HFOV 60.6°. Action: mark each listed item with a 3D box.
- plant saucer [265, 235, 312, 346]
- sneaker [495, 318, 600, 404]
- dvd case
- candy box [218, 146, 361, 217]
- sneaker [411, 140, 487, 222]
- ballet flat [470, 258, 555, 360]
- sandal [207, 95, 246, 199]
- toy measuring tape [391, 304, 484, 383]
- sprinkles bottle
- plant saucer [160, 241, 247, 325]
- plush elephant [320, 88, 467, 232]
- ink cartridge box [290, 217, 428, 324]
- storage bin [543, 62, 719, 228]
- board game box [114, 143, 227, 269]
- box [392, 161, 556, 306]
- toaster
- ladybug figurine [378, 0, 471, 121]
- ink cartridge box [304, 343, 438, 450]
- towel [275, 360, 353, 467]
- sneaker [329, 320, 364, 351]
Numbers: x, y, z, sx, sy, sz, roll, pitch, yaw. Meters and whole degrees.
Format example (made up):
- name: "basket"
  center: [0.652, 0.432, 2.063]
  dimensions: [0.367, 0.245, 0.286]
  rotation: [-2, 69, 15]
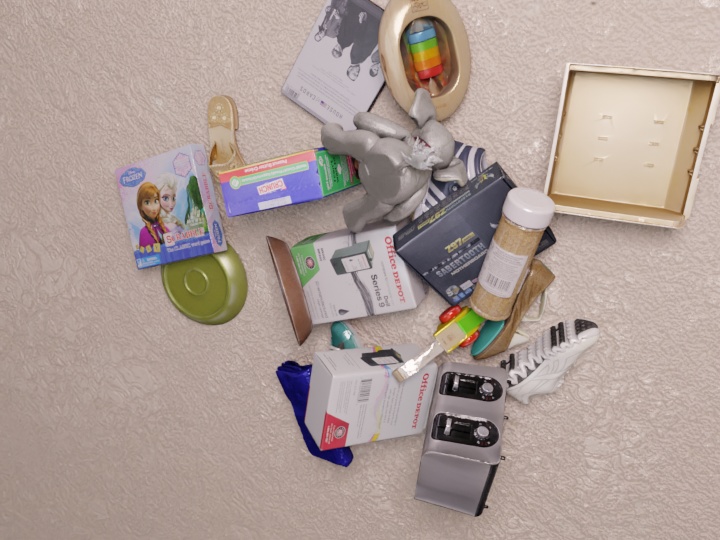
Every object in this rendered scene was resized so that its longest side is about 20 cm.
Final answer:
- name: "plant saucer"
  center: [-0.121, 0.031, 1.072]
  dimensions: [0.034, 0.200, 0.201]
  rotation: [-18, 101, -9]
- name: "sneaker"
  center: [0.309, 0.148, 0.998]
  dimensions: [0.081, 0.075, 0.200]
  rotation: [44, 124, -6]
- name: "dvd case"
  center: [-0.025, -0.335, 0.994]
  dimensions: [0.150, 0.025, 0.200]
  rotation: [37, 116, 6]
- name: "candy box"
  center: [-0.100, -0.149, 0.983]
  dimensions: [0.169, 0.200, 0.077]
  rotation: [-8, 104, 22]
- name: "sneaker"
  center: [0.145, -0.106, 0.976]
  dimensions: [0.108, 0.070, 0.201]
  rotation: [12, 107, 19]
- name: "ballet flat"
  center: [0.254, 0.074, 1.003]
  dimensions: [0.072, 0.068, 0.200]
  rotation: [22, 110, -8]
- name: "sandal"
  center: [-0.250, -0.201, 1.096]
  dimensions: [0.077, 0.070, 0.212]
  rotation: [1, 107, 21]
- name: "toy measuring tape"
  center: [0.135, 0.116, 1.028]
  dimensions: [0.200, 0.074, 0.074]
  rotation: [-37, 91, -5]
- name: "sprinkles bottle"
  center: [0.217, -0.020, 0.899]
  dimensions: [0.068, 0.068, 0.200]
  rotation: [23, 128, 13]
- name: "plant saucer"
  center: [-0.316, 0.019, 1.213]
  dimensions: [0.199, 0.031, 0.201]
  rotation: [6, 108, 18]
- name: "plush elephant"
  center: [0.066, -0.164, 0.884]
  dimensions: [0.200, 0.155, 0.165]
  rotation: [-7, 108, 44]
- name: "ink cartridge box"
  center: [0.000, 0.000, 1.056]
  dimensions: [0.199, 0.084, 0.146]
  rotation: [-11, 101, 24]
- name: "storage bin"
  center: [0.371, -0.175, 0.855]
  dimensions: [0.198, 0.094, 0.201]
  rotation: [11, 109, 18]
- name: "board game box"
  center: [-0.358, -0.116, 1.157]
  dimensions: [0.200, 0.041, 0.200]
  rotation: [-11, 93, 28]
- name: "box"
  center: [0.174, -0.049, 0.949]
  dimensions: [0.200, 0.051, 0.158]
  rotation: [-35, 122, 21]
- name: "toaster"
  center: [0.162, 0.269, 0.983]
  dimensions: [0.118, 0.181, 0.200]
  rotation: [11, 134, 10]
- name: "ladybug figurine"
  center: [0.090, -0.322, 0.913]
  dimensions: [0.135, 0.072, 0.201]
  rotation: [-16, 112, -6]
- name: "ink cartridge box"
  center: [0.018, 0.213, 1.056]
  dimensions: [0.083, 0.199, 0.146]
  rotation: [41, 127, 55]
- name: "towel"
  center: [-0.091, 0.268, 1.154]
  dimensions: [0.148, 0.049, 0.200]
  rotation: [-9, 106, 65]
- name: "sneaker"
  center: [-0.029, 0.188, 1.117]
  dimensions: [0.071, 0.080, 0.201]
  rotation: [9, 117, 62]
